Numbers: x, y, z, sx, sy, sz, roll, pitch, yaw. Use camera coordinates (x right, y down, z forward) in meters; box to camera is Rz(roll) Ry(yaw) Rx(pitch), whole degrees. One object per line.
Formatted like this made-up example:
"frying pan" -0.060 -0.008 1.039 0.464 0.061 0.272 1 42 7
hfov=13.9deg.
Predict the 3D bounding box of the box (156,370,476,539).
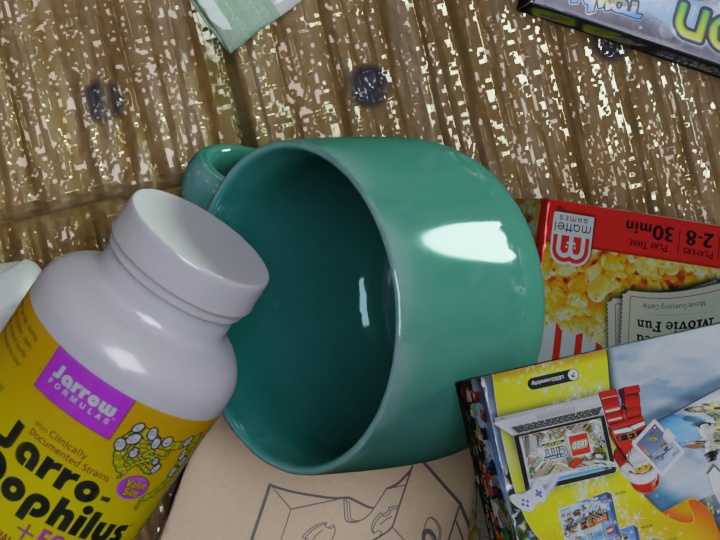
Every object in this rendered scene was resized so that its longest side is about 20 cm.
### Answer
"box" 0.002 0.141 1.433 0.200 0.021 0.164 19 85 -6

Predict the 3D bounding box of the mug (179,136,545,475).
"mug" 0.007 0.000 1.368 0.114 0.152 0.185 -3 67 -39

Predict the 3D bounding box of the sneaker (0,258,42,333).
"sneaker" -0.245 0.015 1.376 0.200 0.078 0.099 -16 87 -9

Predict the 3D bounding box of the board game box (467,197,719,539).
"board game box" 0.134 0.074 1.424 0.151 0.046 0.200 7 87 -24

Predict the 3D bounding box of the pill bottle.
"pill bottle" -0.125 0.063 1.344 0.104 0.104 0.200 32 107 -6

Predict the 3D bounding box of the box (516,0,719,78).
"box" 0.189 -0.150 1.464 0.200 0.035 0.110 17 86 -7

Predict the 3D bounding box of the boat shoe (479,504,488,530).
"boat shoe" 0.155 0.132 1.360 0.200 0.075 0.068 27 106 -22

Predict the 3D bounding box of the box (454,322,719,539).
"box" 0.153 0.094 1.308 0.200 0.038 0.137 -11 89 -17

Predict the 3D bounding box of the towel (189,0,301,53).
"towel" -0.029 -0.226 1.441 0.200 0.023 0.153 -37 94 -8
